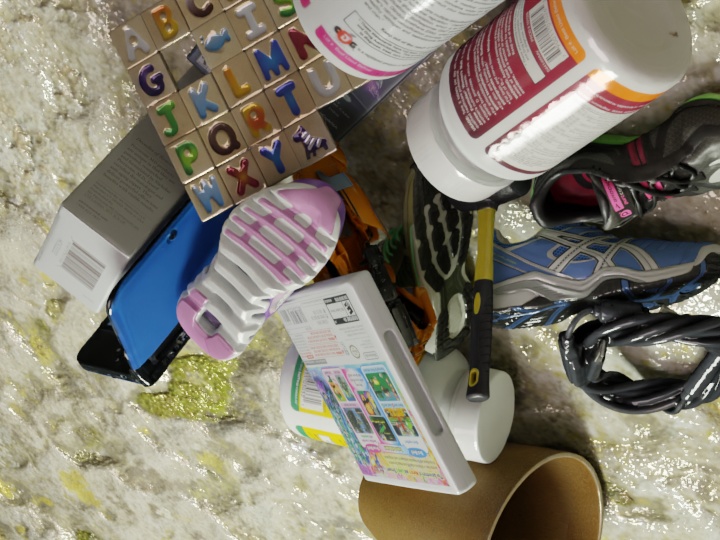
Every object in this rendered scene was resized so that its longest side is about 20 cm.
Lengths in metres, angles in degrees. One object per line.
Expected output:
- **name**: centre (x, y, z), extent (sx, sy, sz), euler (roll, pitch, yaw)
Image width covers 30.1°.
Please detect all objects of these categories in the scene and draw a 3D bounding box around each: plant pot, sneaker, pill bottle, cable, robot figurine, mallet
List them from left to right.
- **sneaker**: centre (-0.071, -0.013, 1.074), extent (0.081, 0.088, 0.200), euler (46, 131, 2)
- **robot figurine**: centre (0.000, 0.000, 1.105), extent (0.201, 0.058, 0.145), euler (60, 161, 17)
- **pill bottle**: centre (0.035, 0.116, 1.235), extent (0.199, 0.113, 0.113), euler (9, 134, 28)
- **sneaker**: centre (0.042, -0.013, 1.139), extent (0.088, 0.077, 0.201), euler (23, 137, 31)
- **pill bottle**: centre (0.052, -0.217, 0.888), extent (0.113, 0.114, 0.200), euler (46, 140, -14)
- **plant pot**: centre (0.098, 0.239, 1.281), extent (0.199, 0.186, 0.187), euler (14, 138, 43)
- **mallet**: centre (0.102, -0.001, 1.022), extent (0.066, 0.201, 0.041), euler (-23, 146, 37)
- **pill bottle**: centre (0.124, -0.130, 0.928), extent (0.110, 0.110, 0.200), euler (43, 140, -11)
- **sneaker**: centre (0.181, -0.007, 1.037), extent (0.198, 0.078, 0.076), euler (-7, 161, 16)
- **sneaker**: centre (0.206, -0.065, 0.955), extent (0.199, 0.084, 0.077), euler (-16, 120, 44)
- **cable**: centre (0.240, 0.067, 1.063), extent (0.162, 0.051, 0.200), euler (-7, 155, 11)

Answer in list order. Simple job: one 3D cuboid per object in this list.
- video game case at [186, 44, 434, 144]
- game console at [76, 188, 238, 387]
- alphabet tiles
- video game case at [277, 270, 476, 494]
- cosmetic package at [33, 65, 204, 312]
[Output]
- **video game case**: centre (-0.042, -0.177, 1.070), extent (0.143, 0.019, 0.200), euler (42, 139, -9)
- **game console**: centre (-0.170, -0.014, 1.153), extent (0.170, 0.200, 0.119), euler (6, 140, 47)
- **alphabet tiles**: centre (-0.081, -0.152, 1.021), extent (0.199, 0.008, 0.168), euler (-26, 92, 25)
- **video game case**: centre (0.005, 0.092, 1.082), extent (0.183, 0.024, 0.200), euler (62, 159, -5)
- **cosmetic package**: centre (-0.181, -0.071, 1.129), extent (0.071, 0.200, 0.101), euler (38, 140, -3)
